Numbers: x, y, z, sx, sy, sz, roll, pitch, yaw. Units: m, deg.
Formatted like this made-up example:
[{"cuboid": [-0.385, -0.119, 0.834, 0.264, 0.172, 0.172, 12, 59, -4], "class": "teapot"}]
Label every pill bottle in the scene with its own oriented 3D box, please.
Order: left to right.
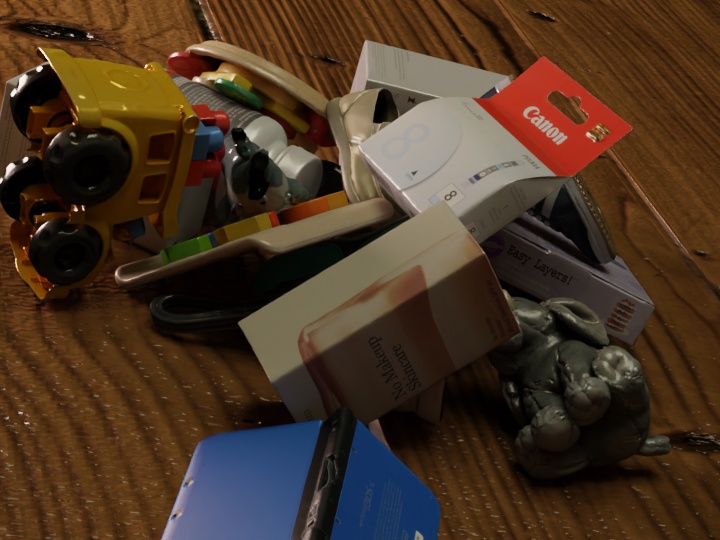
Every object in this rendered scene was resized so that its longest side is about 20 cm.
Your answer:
[{"cuboid": [-0.141, -0.115, 1.798, 0.199, 0.111, 0.111, 26, 28, 18], "class": "pill bottle"}]

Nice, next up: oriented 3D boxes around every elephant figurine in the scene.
[{"cuboid": [0.160, 0.074, 1.584, 0.141, 0.156, 0.200, -23, 47, -15], "class": "elephant figurine"}]

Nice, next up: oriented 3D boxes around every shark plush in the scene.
[{"cuboid": [-0.106, -0.087, 1.624, 0.090, 0.084, 0.200, -18, 1, 5], "class": "shark plush"}]

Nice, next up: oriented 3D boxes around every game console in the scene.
[{"cuboid": [-0.042, 0.200, 1.362, 0.171, 0.118, 0.200, 45, 23, -14], "class": "game console"}]

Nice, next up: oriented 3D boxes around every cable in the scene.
[{"cuboid": [-0.081, 0.044, 1.587, 0.199, 0.051, 0.097, -13, 42, -3], "class": "cable"}]

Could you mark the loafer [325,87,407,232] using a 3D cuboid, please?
[{"cuboid": [0.021, -0.104, 1.745, 0.076, 0.068, 0.201, 31, 30, -48], "class": "loafer"}]

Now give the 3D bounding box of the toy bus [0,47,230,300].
[{"cuboid": [-0.207, -0.084, 1.594, 0.191, 0.201, 0.136, -2, 34, -31], "class": "toy bus"}]

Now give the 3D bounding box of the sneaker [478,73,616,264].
[{"cuboid": [0.155, -0.075, 1.735, 0.201, 0.108, 0.070, 58, 11, 0], "class": "sneaker"}]

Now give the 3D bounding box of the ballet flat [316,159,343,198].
[{"cuboid": [-0.005, -0.067, 1.871, 0.199, 0.067, 0.057, 15, -13, -7], "class": "ballet flat"}]

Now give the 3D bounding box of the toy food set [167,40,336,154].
[{"cuboid": [-0.102, -0.173, 1.869, 0.198, 0.049, 0.200, 33, -8, -27], "class": "toy food set"}]

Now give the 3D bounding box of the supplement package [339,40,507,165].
[{"cuboid": [0.086, -0.156, 1.999, 0.199, 0.122, 0.120, 13, 26, -7], "class": "supplement package"}]

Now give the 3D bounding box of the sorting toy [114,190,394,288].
[{"cuboid": [-0.097, -0.031, 1.640, 0.199, 0.037, 0.185, -12, 5, 40], "class": "sorting toy"}]

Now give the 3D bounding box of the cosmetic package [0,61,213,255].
[{"cuboid": [-0.243, -0.107, 1.729, 0.199, 0.108, 0.085, 25, 27, 11], "class": "cosmetic package"}]

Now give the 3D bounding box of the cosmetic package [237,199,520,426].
[{"cuboid": [0.016, 0.047, 1.482, 0.199, 0.104, 0.087, -32, 41, -2], "class": "cosmetic package"}]

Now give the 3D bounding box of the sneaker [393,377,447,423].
[{"cuboid": [0.031, 0.062, 1.618, 0.081, 0.076, 0.200, 2, 26, -4], "class": "sneaker"}]

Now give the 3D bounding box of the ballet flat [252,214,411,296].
[{"cuboid": [0.000, 0.000, 1.669, 0.199, 0.068, 0.062, -15, -20, 16], "class": "ballet flat"}]

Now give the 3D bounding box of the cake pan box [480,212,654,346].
[{"cuboid": [0.179, -0.013, 1.779, 0.199, 0.052, 0.184, 27, 10, -10], "class": "cake pan box"}]

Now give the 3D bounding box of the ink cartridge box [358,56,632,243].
[{"cuboid": [0.117, -0.116, 1.622, 0.200, 0.047, 0.160, -36, 41, -4], "class": "ink cartridge box"}]

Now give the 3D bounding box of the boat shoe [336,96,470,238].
[{"cuboid": [0.048, -0.100, 1.824, 0.072, 0.200, 0.070, 52, -3, 26], "class": "boat shoe"}]
